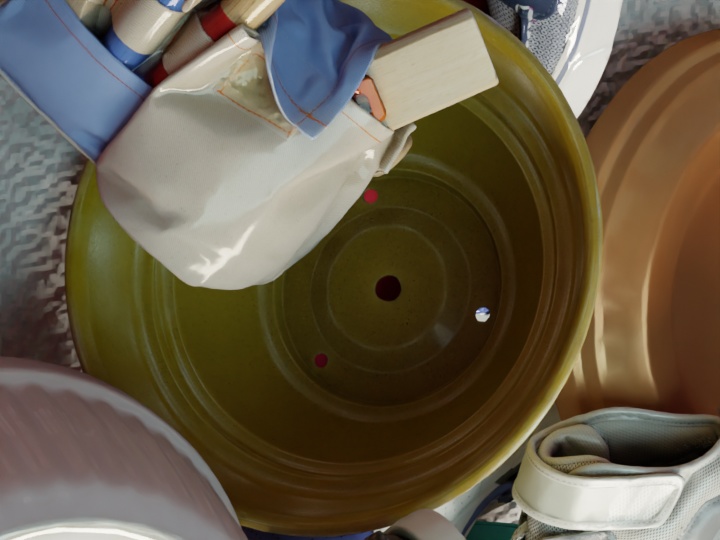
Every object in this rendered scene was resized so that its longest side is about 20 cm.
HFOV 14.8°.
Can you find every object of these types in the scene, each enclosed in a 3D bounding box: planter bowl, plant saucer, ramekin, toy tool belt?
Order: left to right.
[{"bbox_3d":[-0.113,0.137,0.888,0.199,0.105,0.201,-7,108,-22],"label":"ramekin"},{"bbox_3d":[-0.059,-0.099,0.914,0.200,0.125,0.123,44,113,-6],"label":"toy tool belt"},{"bbox_3d":[0.000,0.000,1.006,0.201,0.200,0.083,-49,159,5],"label":"planter bowl"},{"bbox_3d":[0.153,0.005,1.093,0.200,0.037,0.201,-10,105,-42],"label":"plant saucer"}]

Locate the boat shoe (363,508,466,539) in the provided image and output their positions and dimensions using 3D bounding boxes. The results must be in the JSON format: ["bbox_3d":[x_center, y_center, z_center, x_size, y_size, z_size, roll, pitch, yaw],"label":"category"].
[{"bbox_3d":[-0.008,0.144,0.969,0.060,0.072,0.202,-31,166,-25],"label":"boat shoe"}]

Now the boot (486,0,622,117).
[{"bbox_3d":[0.050,-0.132,0.986,0.090,0.073,0.201,0,132,-16],"label":"boot"}]

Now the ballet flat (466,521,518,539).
[{"bbox_3d":[-0.005,0.150,1.131,0.199,0.068,0.067,-7,138,-16],"label":"ballet flat"}]

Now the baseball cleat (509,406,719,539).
[{"bbox_3d":[0.065,0.116,1.049,0.200,0.070,0.107,-34,121,6],"label":"baseball cleat"}]

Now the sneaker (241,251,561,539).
[{"bbox_3d":[0.030,0.044,1.083,0.199,0.081,0.116,-30,121,-17],"label":"sneaker"}]
